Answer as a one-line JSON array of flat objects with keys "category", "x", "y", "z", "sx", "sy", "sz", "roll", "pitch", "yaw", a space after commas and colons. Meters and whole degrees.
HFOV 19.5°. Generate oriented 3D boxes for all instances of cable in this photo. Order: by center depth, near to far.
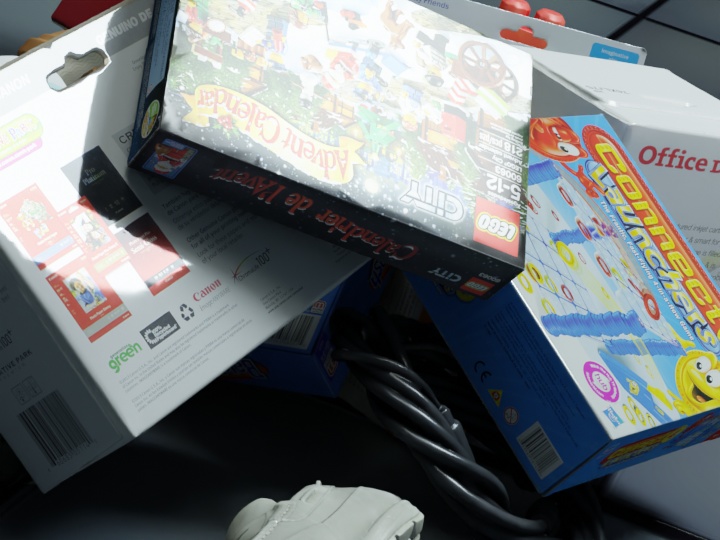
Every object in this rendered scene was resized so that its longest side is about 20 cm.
[{"category": "cable", "x": 0.053, "y": 0.091, "z": 1.096, "sx": 0.200, "sy": 0.051, "sz": 0.163, "roll": 34, "pitch": 24, "yaw": -46}]

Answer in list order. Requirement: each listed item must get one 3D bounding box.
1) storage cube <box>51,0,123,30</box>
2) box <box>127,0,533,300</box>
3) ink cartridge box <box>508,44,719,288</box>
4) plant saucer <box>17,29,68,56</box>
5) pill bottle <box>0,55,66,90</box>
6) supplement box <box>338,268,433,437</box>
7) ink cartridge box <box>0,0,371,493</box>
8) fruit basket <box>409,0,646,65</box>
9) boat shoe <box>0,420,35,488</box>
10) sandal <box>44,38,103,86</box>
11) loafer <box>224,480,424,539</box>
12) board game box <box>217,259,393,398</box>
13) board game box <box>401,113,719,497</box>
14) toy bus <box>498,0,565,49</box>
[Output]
[{"category": "storage cube", "x": -0.101, "y": -0.208, "z": 1.582, "sx": 0.171, "sy": 0.180, "sz": 0.200, "roll": 33, "pitch": 1, "yaw": -26}, {"category": "box", "x": -0.009, "y": -0.081, "z": 1.031, "sx": 0.200, "sy": 0.038, "sz": 0.137, "roll": 20, "pitch": 54, "yaw": -23}, {"category": "ink cartridge box", "x": 0.157, "y": -0.024, "z": 1.360, "sx": 0.147, "sy": 0.200, "sz": 0.146, "roll": 5, "pitch": 22, "yaw": -33}, {"category": "plant saucer", "x": -0.146, "y": -0.112, "z": 1.470, "sx": 0.200, "sy": 0.037, "sz": 0.200, "roll": 30, "pitch": -6, "yaw": 4}, {"category": "pill bottle", "x": -0.169, "y": -0.009, "z": 1.114, "sx": 0.111, "sy": 0.111, "sz": 0.200, "roll": -3, "pitch": 53, "yaw": -45}, {"category": "supplement box", "x": 0.000, "y": 0.000, "z": 1.272, "sx": 0.074, "sy": 0.126, "sz": 0.200, "roll": -1, "pitch": 27, "yaw": -44}, {"category": "ink cartridge box", "x": -0.117, "y": -0.024, "z": 1.011, "sx": 0.200, "sy": 0.084, "sz": 0.176, "roll": -36, "pitch": 93, "yaw": -45}, {"category": "fruit basket", "x": 0.088, "y": -0.080, "z": 1.462, "sx": 0.185, "sy": 0.200, "sz": 0.094, "roll": 15, "pitch": 17, "yaw": -10}, {"category": "boat shoe", "x": -0.224, "y": 0.038, "z": 1.047, "sx": 0.063, "sy": 0.074, "sz": 0.201, "roll": 8, "pitch": 23, "yaw": -48}, {"category": "sandal", "x": -0.126, "y": -0.077, "z": 1.178, "sx": 0.082, "sy": 0.055, "sz": 0.200, "roll": -20, "pitch": 50, "yaw": -16}, {"category": "loafer", "x": -0.034, "y": 0.138, "z": 0.948, "sx": 0.070, "sy": 0.070, "sz": 0.200, "roll": 18, "pitch": 10, "yaw": 18}, {"category": "board game box", "x": -0.050, "y": -0.029, "z": 1.194, "sx": 0.152, "sy": 0.045, "sz": 0.200, "roll": 8, "pitch": 57, "yaw": 27}, {"category": "board game box", "x": 0.117, "y": 0.011, "z": 1.150, "sx": 0.196, "sy": 0.056, "sz": 0.200, "roll": -10, "pitch": 63, "yaw": -53}, {"category": "toy bus", "x": 0.075, "y": -0.121, "z": 1.585, "sx": 0.200, "sy": 0.192, "sz": 0.136, "roll": 17, "pitch": 20, "yaw": 5}]
